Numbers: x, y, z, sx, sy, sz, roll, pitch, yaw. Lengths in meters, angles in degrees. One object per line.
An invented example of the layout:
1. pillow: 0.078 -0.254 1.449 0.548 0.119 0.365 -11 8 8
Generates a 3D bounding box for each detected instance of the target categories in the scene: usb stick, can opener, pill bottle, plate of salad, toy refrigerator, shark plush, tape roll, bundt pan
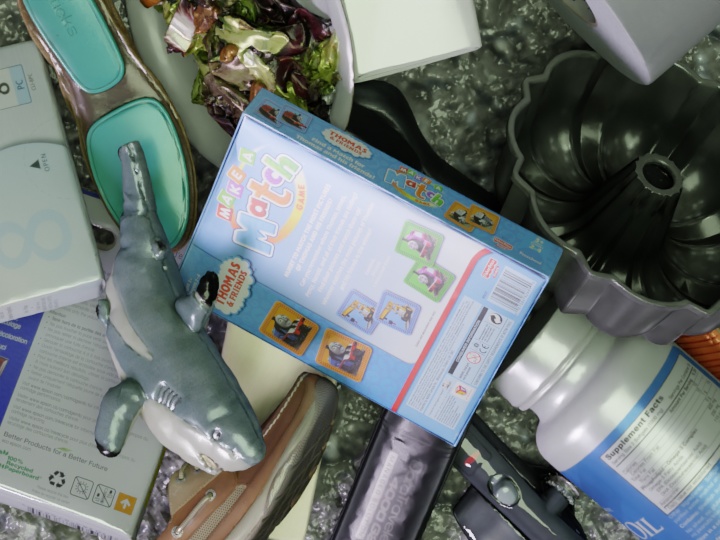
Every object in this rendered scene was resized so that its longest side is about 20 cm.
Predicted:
1. usb stick: 0.024 0.135 1.575 0.055 0.033 0.200 24 117 4
2. can opener: 0.072 0.118 1.596 0.079 0.063 0.200 -40 101 1
3. pill bottle: 0.183 0.103 1.579 0.200 0.112 0.112 40 92 -2
4. plate of salad: -0.082 -0.142 1.482 0.048 0.200 0.200 -26 103 -40
5. toy refrigerator: -0.051 0.064 1.572 0.076 0.070 0.200 11 97 -1
6. shark plush: -0.104 0.023 1.473 0.091 0.083 0.201 7 72 -44
7. tape roll: 0.130 -0.205 1.472 0.066 0.200 0.200 -41 101 -1
8. can opener: 0.042 -0.047 1.564 0.200 0.079 0.063 39 133 -22
9. bundt pan: 0.169 -0.039 1.538 0.201 0.076 0.202 12 53 -16

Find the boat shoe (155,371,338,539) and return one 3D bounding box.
1. boat shoe: -0.086 0.142 1.512 0.072 0.076 0.200 34 92 11

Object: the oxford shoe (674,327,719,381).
1. oxford shoe: 0.282 0.076 1.621 0.200 0.071 0.073 44 72 -16

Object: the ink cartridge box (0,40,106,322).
1. ink cartridge box: -0.270 -0.039 1.504 0.200 0.047 0.160 -15 77 -10

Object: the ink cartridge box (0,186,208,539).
1. ink cartridge box: -0.201 0.045 1.536 0.197 0.047 0.200 19 70 0

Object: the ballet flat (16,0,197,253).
1. ballet flat: -0.152 -0.107 1.530 0.068 0.072 0.200 -26 101 9

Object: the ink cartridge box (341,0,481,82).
1. ink cartridge box: 0.002 -0.223 1.494 0.084 0.145 0.200 -13 100 -7

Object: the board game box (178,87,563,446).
1. board game box: 0.000 0.000 1.468 0.200 0.037 0.151 28 130 2
